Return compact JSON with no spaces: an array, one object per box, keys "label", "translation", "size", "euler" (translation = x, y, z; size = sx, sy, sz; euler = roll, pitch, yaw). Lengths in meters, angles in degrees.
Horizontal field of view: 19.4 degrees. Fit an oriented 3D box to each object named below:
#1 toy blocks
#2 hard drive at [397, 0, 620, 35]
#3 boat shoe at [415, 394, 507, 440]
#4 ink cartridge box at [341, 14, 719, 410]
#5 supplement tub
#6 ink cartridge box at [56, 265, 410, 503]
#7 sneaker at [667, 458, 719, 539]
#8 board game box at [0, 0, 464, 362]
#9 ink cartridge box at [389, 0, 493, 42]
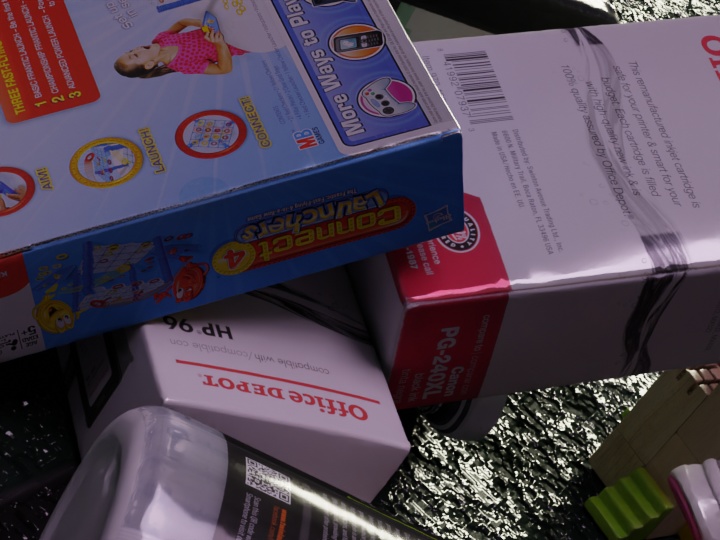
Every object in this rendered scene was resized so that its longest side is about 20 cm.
[{"label":"toy blocks","translation":[0.209,0.062,1.028],"size":[0.200,0.137,0.100],"euler":[-1,47,-46]},{"label":"hard drive","translation":[0.037,-0.192,1.042],"size":[0.139,0.033,0.200],"euler":[14,38,-37]},{"label":"boat shoe","translation":[0.000,0.000,0.981],"size":[0.091,0.071,0.200],"euler":[10,36,-27]},{"label":"ink cartridge box","translation":[0.090,-0.029,0.921],"size":[0.200,0.083,0.145],"euler":[-6,52,-15]},{"label":"supplement tub","translation":[-0.014,0.138,0.717],"size":[0.200,0.123,0.123],"euler":[27,32,-14]},{"label":"ink cartridge box","translation":[-0.055,0.041,0.857],"size":[0.116,0.068,0.200],"euler":[13,38,-31]},{"label":"sneaker","translation":[0.223,0.141,0.944],"size":[0.200,0.087,0.074],"euler":[49,18,-26]},{"label":"board game box","translation":[-0.083,-0.073,0.850],"size":[0.195,0.056,0.200],"euler":[-16,47,-10]},{"label":"ink cartridge box","translation":[-0.032,-0.172,1.059],"size":[0.200,0.084,0.145],"euler":[15,37,-34]}]
